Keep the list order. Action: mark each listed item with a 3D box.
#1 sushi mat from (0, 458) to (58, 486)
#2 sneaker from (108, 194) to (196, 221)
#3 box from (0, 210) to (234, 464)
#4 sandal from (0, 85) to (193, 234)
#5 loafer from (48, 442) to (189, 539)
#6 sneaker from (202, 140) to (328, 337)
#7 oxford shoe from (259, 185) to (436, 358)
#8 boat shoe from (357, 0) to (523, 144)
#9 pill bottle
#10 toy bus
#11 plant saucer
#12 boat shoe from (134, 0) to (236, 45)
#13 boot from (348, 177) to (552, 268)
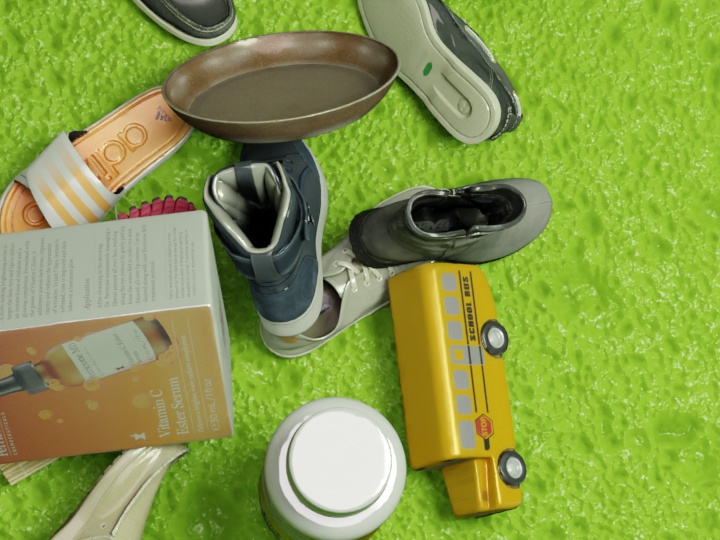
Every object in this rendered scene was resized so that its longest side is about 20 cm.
[{"bbox_3d":[-0.226,0.089,1.623,0.199,0.012,0.096,-29,81,-11],"label":"sushi mat"},{"bbox_3d":[-0.216,0.005,1.602,0.198,0.081,0.075,-22,64,-9],"label":"sneaker"},{"bbox_3d":[-0.205,0.053,1.526,0.198,0.153,0.107,-7,45,0],"label":"box"},{"bbox_3d":[-0.224,-0.091,1.642,0.206,0.059,0.079,-43,83,-13],"label":"sandal"},{"bbox_3d":[-0.199,0.208,1.570,0.068,0.076,0.200,40,81,1],"label":"loafer"},{"bbox_3d":[-0.076,-0.069,1.583,0.076,0.147,0.204,-14,54,8],"label":"sneaker"},{"bbox_3d":[0.000,0.000,1.642,0.199,0.058,0.075,-38,81,-14],"label":"oxford shoe"},{"bbox_3d":[0.066,-0.195,1.699,0.067,0.072,0.201,-20,68,-48],"label":"boat shoe"},{"bbox_3d":[-0.023,0.160,1.528,0.108,0.200,0.110,1,77,-5],"label":"pill bottle"},{"bbox_3d":[0.077,0.099,1.606,0.078,0.065,0.202,3,74,-38],"label":"toy bus"},{"bbox_3d":[-0.064,-0.149,1.625,0.198,0.200,0.032,-10,116,-7],"label":"plant saucer"},{"bbox_3d":[-0.178,-0.278,1.680,0.072,0.068,0.201,-35,84,-13],"label":"boat shoe"},{"bbox_3d":[0.101,-0.042,1.600,0.199,0.131,0.070,-16,89,-30],"label":"boot"}]
